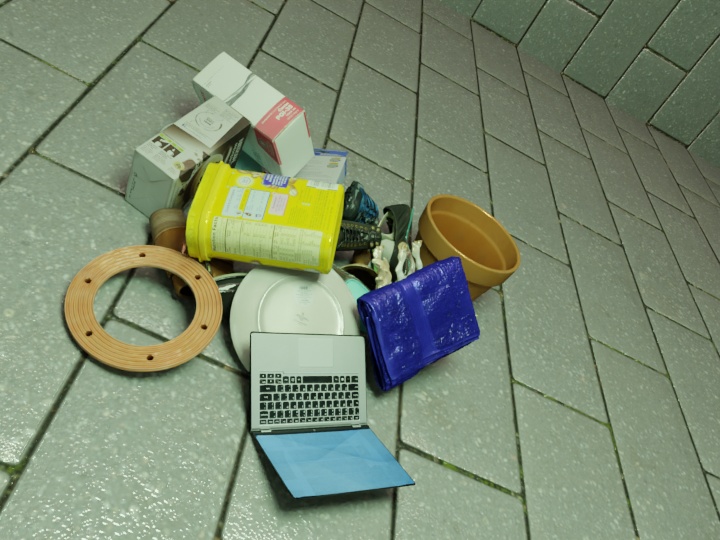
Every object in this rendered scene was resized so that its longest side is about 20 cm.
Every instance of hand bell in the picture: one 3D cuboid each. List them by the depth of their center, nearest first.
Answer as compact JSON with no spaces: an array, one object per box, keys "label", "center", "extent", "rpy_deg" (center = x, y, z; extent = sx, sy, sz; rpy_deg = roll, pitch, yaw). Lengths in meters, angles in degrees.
[{"label":"hand bell","center":[0.000,0.000,1.251],"extent":[0.103,0.105,0.200],"rpy_deg":[29,22,-8]}]

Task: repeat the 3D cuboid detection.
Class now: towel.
[{"label":"towel","center":[0.094,0.076,1.094],"extent":[0.199,0.049,0.149],"rpy_deg":[-24,106,-33]}]

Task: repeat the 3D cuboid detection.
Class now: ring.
[{"label":"ring","center":[-0.281,0.048,0.953],"extent":[0.198,0.019,0.202],"rpy_deg":[10,47,-11]}]

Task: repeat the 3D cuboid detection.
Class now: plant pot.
[{"label":"plant pot","center":[0.175,-0.021,1.345],"extent":[0.198,0.141,0.201],"rpy_deg":[22,35,-16]}]

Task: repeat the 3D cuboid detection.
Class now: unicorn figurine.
[{"label":"unicorn figurine","center":[0.085,0.023,1.163],"extent":[0.198,0.073,0.139],"rpy_deg":[-9,90,-38]}]

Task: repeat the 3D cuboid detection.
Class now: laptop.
[{"label":"laptop","center":[-0.037,0.179,0.946],"extent":[0.186,0.115,0.203],"rpy_deg":[6,78,-36]}]

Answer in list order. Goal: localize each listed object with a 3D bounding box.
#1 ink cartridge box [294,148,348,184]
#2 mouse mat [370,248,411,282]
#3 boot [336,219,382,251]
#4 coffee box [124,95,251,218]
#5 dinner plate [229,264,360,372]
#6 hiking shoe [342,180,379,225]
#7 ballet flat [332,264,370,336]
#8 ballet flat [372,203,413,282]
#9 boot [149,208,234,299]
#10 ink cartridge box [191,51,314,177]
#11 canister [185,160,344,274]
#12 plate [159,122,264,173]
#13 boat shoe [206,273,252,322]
[{"label":"ink cartridge box","center":[-0.094,-0.170,1.359],"extent":[0.118,0.042,0.201],"rpy_deg":[4,36,9]},{"label":"mouse mat","center":[0.106,0.011,1.378],"extent":[0.198,0.008,0.162],"rpy_deg":[20,36,-19]},{"label":"boot","center":[-0.018,-0.061,1.195],"extent":[0.136,0.079,0.200],"rpy_deg":[3,6,-9]},{"label":"coffee box","center":[-0.272,-0.177,1.158],"extent":[0.079,0.113,0.200],"rpy_deg":[36,47,3]},{"label":"dinner plate","center":[-0.086,0.074,1.031],"extent":[0.198,0.024,0.203],"rpy_deg":[8,73,-26]},{"label":"hiking shoe","center":[0.002,-0.115,1.344],"extent":[0.086,0.075,0.200],"rpy_deg":[39,12,-4]},{"label":"ballet flat","center":[-0.044,0.027,1.120],"extent":[0.200,0.075,0.068],"rpy_deg":[41,72,-12]},{"label":"ballet flat","center":[0.059,-0.047,1.346],"extent":[0.068,0.068,0.201],"rpy_deg":[11,44,-5]},{"label":"boot","center":[-0.209,-0.030,1.097],"extent":[0.198,0.077,0.156],"rpy_deg":[0,45,-37]},{"label":"ink cartridge box","center":[-0.185,-0.267,1.277],"extent":[0.199,0.147,0.083],"rpy_deg":[39,75,17]},{"label":"canister","center":[-0.130,-0.073,1.033],"extent":[0.197,0.087,0.150],"rpy_deg":[8,49,2]},{"label":"plate","center":[-0.267,-0.194,1.298],"extent":[0.198,0.026,0.201],"rpy_deg":[23,36,-18]},{"label":"boat shoe","center":[-0.139,0.057,1.054],"extent":[0.200,0.074,0.063],"rpy_deg":[16,29,-32]}]
